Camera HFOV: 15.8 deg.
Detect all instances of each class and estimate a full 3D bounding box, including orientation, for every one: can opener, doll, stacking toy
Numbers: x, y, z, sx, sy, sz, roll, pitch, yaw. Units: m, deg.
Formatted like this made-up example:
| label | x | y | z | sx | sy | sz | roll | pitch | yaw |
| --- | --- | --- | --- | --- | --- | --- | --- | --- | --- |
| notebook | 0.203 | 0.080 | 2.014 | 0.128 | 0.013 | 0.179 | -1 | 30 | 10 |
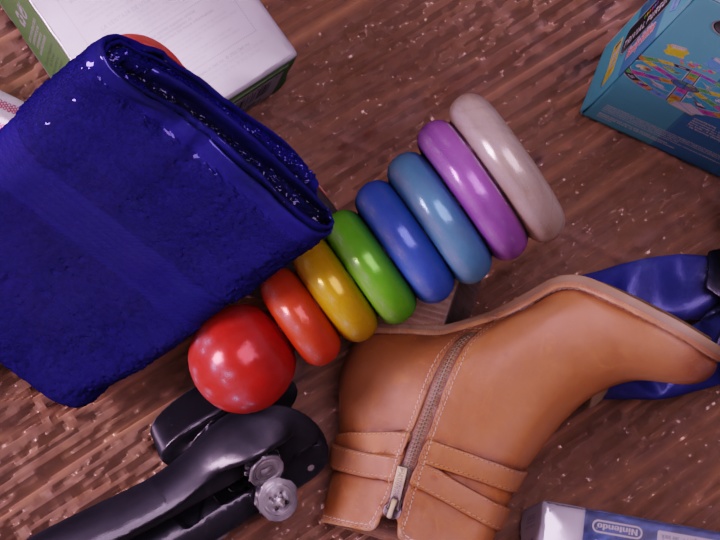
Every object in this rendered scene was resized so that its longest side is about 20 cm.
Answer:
| label | x | y | z | sx | sy | sz | roll | pitch | yaw |
| --- | --- | --- | --- | --- | --- | --- | --- | --- | --- |
| can opener | -0.104 | 0.125 | 1.308 | 0.200 | 0.079 | 0.064 | -35 | 124 | -15 |
| doll | 0.207 | 0.029 | 1.396 | 0.199 | 0.048 | 0.137 | -11 | 79 | -11 |
| stacking toy | 0.000 | 0.000 | 1.293 | 0.200 | 0.085 | 0.086 | -35 | 85 | 1 |

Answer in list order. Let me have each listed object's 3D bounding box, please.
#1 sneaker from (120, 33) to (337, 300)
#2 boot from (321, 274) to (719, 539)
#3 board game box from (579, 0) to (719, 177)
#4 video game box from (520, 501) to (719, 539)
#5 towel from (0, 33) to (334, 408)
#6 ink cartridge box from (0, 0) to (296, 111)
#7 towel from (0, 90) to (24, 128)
| label | x | y | z | sx | sy | sz | roll | pitch | yaw |
| --- | --- | --- | --- | --- | --- | --- | --- | --- | --- |
| sneaker | -0.062 | -0.036 | 1.301 | 0.200 | 0.082 | 0.077 | 40 | 83 | -36 |
| boot | 0.080 | 0.080 | 1.318 | 0.199 | 0.074 | 0.156 | 10 | 79 | 29 |
| board game box | 0.217 | -0.100 | 1.352 | 0.150 | 0.200 | 0.047 | 24 | 72 | -6 |
| video game box | 0.171 | 0.226 | 1.342 | 0.199 | 0.047 | 0.183 | 10 | 77 | -9 |
| towel | -0.126 | -0.024 | 1.255 | 0.148 | 0.200 | 0.050 | 39 | 38 | -21 |
| ink cartridge box | -0.134 | -0.157 | 1.363 | 0.104 | 0.059 | 0.200 | -34 | 86 | -17 |
| towel | -0.245 | -0.019 | 1.321 | 0.146 | 0.030 | 0.201 | 25 | 72 | -6 |
